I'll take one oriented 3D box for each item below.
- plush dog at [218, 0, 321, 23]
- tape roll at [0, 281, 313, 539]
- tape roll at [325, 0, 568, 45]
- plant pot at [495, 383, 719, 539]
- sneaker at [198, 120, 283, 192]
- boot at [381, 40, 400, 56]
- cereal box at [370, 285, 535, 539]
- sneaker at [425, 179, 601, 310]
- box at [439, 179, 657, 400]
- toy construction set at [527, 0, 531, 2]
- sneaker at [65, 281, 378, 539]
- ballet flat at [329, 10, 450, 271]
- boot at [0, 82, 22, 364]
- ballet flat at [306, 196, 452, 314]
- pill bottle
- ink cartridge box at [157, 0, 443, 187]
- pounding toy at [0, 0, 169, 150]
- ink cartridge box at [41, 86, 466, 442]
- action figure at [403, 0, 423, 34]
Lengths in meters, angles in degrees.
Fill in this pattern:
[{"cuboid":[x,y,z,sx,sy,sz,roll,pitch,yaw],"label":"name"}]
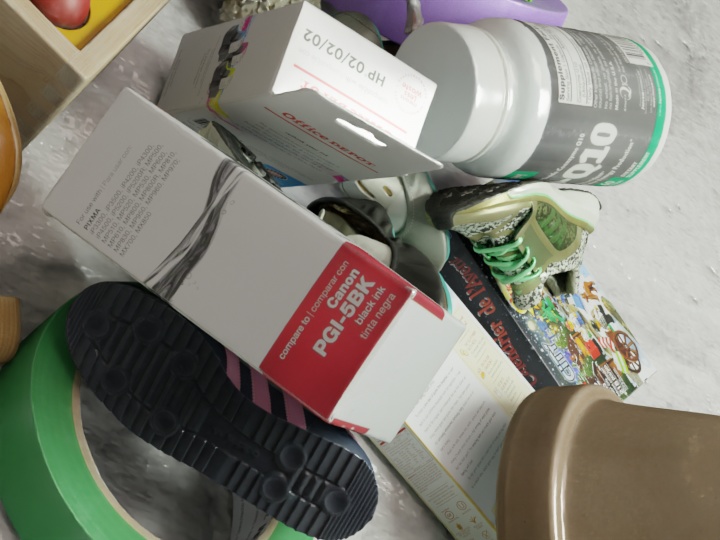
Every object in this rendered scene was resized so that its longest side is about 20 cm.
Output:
[{"cuboid":[-0.092,-0.286,1.232,0.171,0.201,0.160,29,7,-43],"label":"plush dog"},{"cuboid":[-0.113,0.105,0.955,0.199,0.048,0.202,29,42,-30],"label":"tape roll"},{"cuboid":[0.062,-0.218,1.332,0.198,0.066,0.200,23,17,-7],"label":"tape roll"},{"cuboid":[0.206,0.169,1.102,0.200,0.173,0.203,22,64,-58],"label":"plant pot"},{"cuboid":[-0.064,0.007,1.052,0.201,0.086,0.078,56,12,26],"label":"sneaker"},{"cuboid":[0.057,-0.117,1.337,0.199,0.074,0.098,4,77,-49],"label":"boot"},{"cuboid":[0.070,0.104,1.170,0.200,0.039,0.144,50,36,-4],"label":"cereal box"},{"cuboid":[0.118,-0.017,1.230,0.199,0.076,0.090,4,82,-52],"label":"sneaker"},{"cuboid":[0.137,0.026,1.313,0.201,0.038,0.136,56,35,3],"label":"box"},{"cuboid":[0.118,-0.258,1.285,0.198,0.093,0.131,20,15,23],"label":"toy construction set"},{"cuboid":[-0.079,0.075,0.940,0.200,0.070,0.082,40,5,-8],"label":"sneaker"},{"cuboid":[0.004,-0.086,1.222,0.063,0.067,0.202,-19,91,-39],"label":"ballet flat"},{"cuboid":[-0.247,-0.041,0.882,0.144,0.070,0.204,6,71,-58],"label":"boot"},{"cuboid":[0.000,0.000,1.118,0.068,0.069,0.200,20,12,-21],"label":"ballet flat"},{"cuboid":[0.122,-0.121,1.220,0.198,0.113,0.114,1,59,-40],"label":"pill bottle"},{"cuboid":[-0.034,-0.111,1.094,0.115,0.199,0.069,27,75,-31],"label":"ink cartridge box"},{"cuboid":[-0.221,-0.195,1.003,0.200,0.142,0.185,45,36,-11],"label":"pounding toy"},{"cuboid":[-0.054,0.000,0.921,0.199,0.083,0.147,35,0,16],"label":"ink cartridge box"},{"cuboid":[0.003,-0.263,1.170,0.194,0.199,0.105,51,28,-15],"label":"action figure"}]
